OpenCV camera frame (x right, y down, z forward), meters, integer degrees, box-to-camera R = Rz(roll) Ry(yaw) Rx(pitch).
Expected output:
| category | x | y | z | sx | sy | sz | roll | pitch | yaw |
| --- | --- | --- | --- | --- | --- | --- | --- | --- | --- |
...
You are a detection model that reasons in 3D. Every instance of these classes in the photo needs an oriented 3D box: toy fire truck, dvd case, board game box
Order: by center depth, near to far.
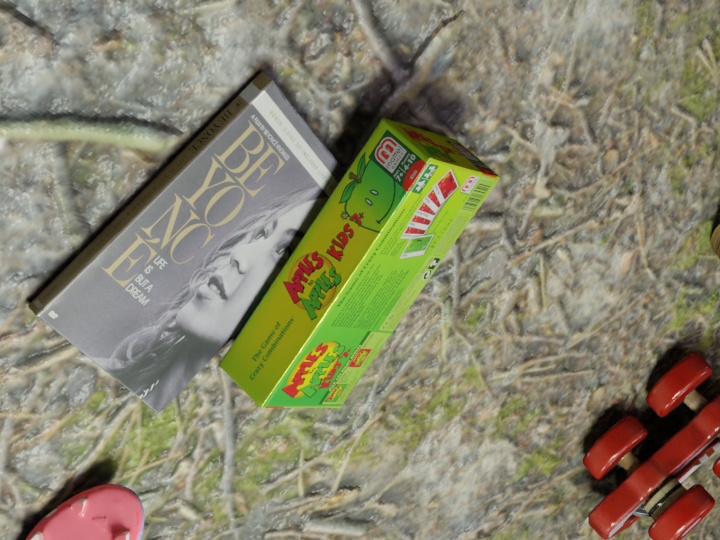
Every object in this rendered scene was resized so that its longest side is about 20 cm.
| category | x | y | z | sx | sy | sz | roll | pitch | yaw |
| --- | --- | --- | --- | --- | --- | --- | --- | --- | --- |
| dvd case | -0.096 | -0.012 | 1.024 | 0.200 | 0.016 | 0.149 | -46 | 143 | -4 |
| board game box | 0.000 | 0.000 | 1.081 | 0.201 | 0.048 | 0.101 | -56 | 152 | 15 |
| toy fire truck | 0.294 | 0.179 | 1.511 | 0.200 | 0.112 | 0.168 | -42 | 161 | -5 |

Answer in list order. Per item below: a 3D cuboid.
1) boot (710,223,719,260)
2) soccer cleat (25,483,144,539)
| category | x | y | z | sx | sy | sz | roll | pitch | yaw |
| --- | --- | --- | --- | --- | --- | --- | --- | --- | --- |
| boot | 0.392 | -0.034 | 1.425 | 0.155 | 0.077 | 0.200 | -40 | 145 | -6 |
| soccer cleat | -0.211 | 0.226 | 1.099 | 0.201 | 0.067 | 0.076 | -56 | 173 | 3 |
